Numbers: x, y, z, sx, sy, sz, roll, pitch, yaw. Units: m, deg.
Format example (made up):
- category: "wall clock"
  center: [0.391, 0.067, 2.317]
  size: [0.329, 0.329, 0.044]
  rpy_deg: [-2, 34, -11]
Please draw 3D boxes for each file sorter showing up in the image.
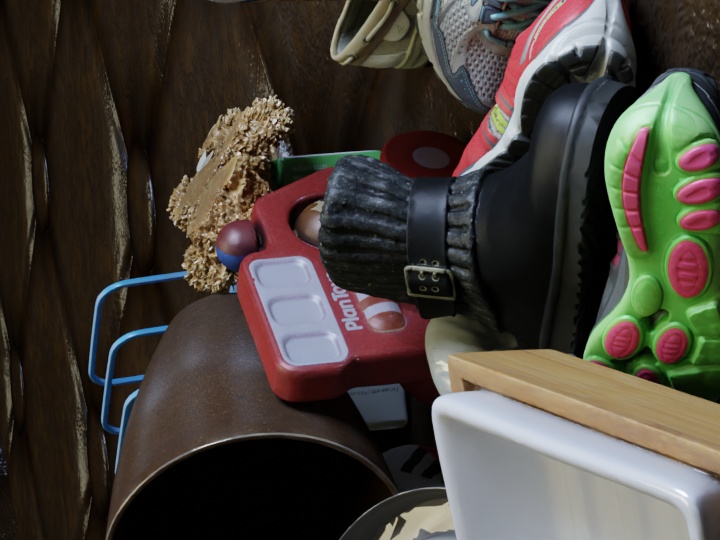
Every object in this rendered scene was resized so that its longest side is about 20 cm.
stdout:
- category: "file sorter"
  center: [-0.116, 0.114, 1.419]
  size: [0.139, 0.122, 0.201]
  rpy_deg: [106, 150, -50]

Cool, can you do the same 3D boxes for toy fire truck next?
- category: "toy fire truck"
  center: [0.000, 0.000, 1.226]
  size: [0.201, 0.166, 0.113]
  rpy_deg: [-115, 28, -46]

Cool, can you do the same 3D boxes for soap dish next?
- category: "soap dish"
  center: [0.126, 0.124, 0.907]
  size: [0.199, 0.081, 0.159]
  rpy_deg: [18, 126, 53]

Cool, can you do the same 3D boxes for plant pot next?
- category: "plant pot"
  center: [-0.076, 0.112, 1.249]
  size: [0.201, 0.185, 0.188]
  rpy_deg: [-105, 20, -53]

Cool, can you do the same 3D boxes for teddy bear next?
- category: "teddy bear"
  center: [-0.086, -0.049, 1.370]
  size: [0.146, 0.066, 0.200]
  rpy_deg: [-65, 16, -8]

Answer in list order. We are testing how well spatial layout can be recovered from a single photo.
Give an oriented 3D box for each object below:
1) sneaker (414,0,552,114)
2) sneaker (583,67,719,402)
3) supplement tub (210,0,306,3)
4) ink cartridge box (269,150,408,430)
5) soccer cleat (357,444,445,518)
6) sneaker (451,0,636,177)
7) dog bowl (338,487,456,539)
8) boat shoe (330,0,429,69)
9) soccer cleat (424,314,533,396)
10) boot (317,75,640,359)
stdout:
- category: "sneaker"
  center: [0.084, -0.173, 1.085]
  size: [0.086, 0.077, 0.202]
  rpy_deg: [-130, 38, -51]
- category: "sneaker"
  center: [0.153, -0.008, 0.943]
  size: [0.084, 0.076, 0.201]
  rpy_deg: [-60, -21, -47]
- category: "supplement tub"
  center: [-0.021, -0.229, 1.127]
  size: [0.144, 0.199, 0.146]
  rpy_deg: [8, 102, 41]
- category: "ink cartridge box"
  center: [-0.032, 0.020, 1.459]
  size: [0.146, 0.082, 0.202]
  rpy_deg: [168, 97, -72]
- category: "soccer cleat"
  center: [0.045, 0.165, 1.256]
  size: [0.200, 0.084, 0.069]
  rpy_deg: [-138, 47, -65]
- category: "sneaker"
  center: [0.104, -0.088, 1.079]
  size: [0.200, 0.076, 0.086]
  rpy_deg: [122, 159, -54]
- category: "dog bowl"
  center: [0.062, 0.225, 1.121]
  size: [0.199, 0.058, 0.202]
  rpy_deg: [-3, 86, 37]
- category: "boat shoe"
  center: [0.026, -0.215, 1.266]
  size: [0.202, 0.063, 0.074]
  rpy_deg: [105, 153, -45]
- category: "soccer cleat"
  center: [0.103, 0.084, 1.068]
  size: [0.201, 0.069, 0.078]
  rpy_deg: [55, 151, 30]
- category: "boot"
  center: [0.056, -0.037, 1.018]
  size: [0.080, 0.157, 0.212]
  rpy_deg: [-56, -18, -36]
